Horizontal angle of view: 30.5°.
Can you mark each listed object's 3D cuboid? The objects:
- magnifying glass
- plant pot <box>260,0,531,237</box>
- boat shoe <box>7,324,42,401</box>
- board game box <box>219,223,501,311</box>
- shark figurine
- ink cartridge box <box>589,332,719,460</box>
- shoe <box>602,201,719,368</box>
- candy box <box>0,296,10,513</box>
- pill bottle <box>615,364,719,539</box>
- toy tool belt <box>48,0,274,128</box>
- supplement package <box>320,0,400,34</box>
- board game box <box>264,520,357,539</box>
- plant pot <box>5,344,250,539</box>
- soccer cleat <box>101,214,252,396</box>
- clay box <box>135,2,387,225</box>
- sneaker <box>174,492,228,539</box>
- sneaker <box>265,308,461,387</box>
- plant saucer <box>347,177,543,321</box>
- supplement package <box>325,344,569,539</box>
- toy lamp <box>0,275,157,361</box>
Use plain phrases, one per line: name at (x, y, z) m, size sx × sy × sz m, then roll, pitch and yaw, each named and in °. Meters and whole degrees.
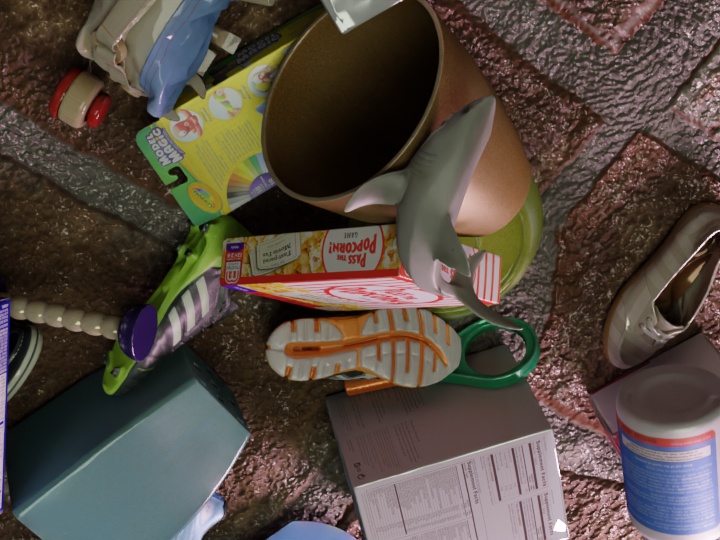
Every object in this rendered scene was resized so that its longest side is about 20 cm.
magnifying glass at (0.081, 0.093, 1.328) m, size 0.199 × 0.080 × 0.022 m, roll -14°, pitch 138°, yaw 8°
plant pot at (0.051, -0.105, 1.104) m, size 0.186 × 0.187 × 0.200 m, roll -46°, pitch 135°, yaw 15°
boat shoe at (-0.382, 0.108, 1.223) m, size 0.200 × 0.075 × 0.062 m, roll -31°, pitch 127°, yaw 11°
board game box at (0.000, 0.000, 1.161) m, size 0.151 × 0.199 × 0.047 m, roll 15°, pitch 75°, yaw -50°
shark figurine at (0.067, -0.015, 1.006) m, size 0.128 × 0.090 × 0.215 m, roll -29°, pitch 139°, yaw -18°
ink cartridge box at (0.358, 0.190, 1.434) m, size 0.146 × 0.083 × 0.200 m, roll -30°, pitch 121°, yaw 5°
shoe at (0.313, 0.023, 1.345) m, size 0.070 × 0.053 × 0.200 m, roll 19°, pitch 113°, yaw -22°
candy box at (-0.397, 0.116, 1.151) m, size 0.168 × 0.077 × 0.201 m, roll 7°, pitch 99°, yaw 15°
pill bottle at (0.319, 0.205, 1.321) m, size 0.112 × 0.112 × 0.201 m, roll -14°, pitch 118°, yaw -5°
toy tool belt at (-0.160, -0.180, 1.069) m, size 0.123 × 0.125 × 0.200 m, roll 30°, pitch 111°, yaw -3°
supplement package at (0.017, -0.315, 0.998) m, size 0.191 × 0.200 × 0.147 m, roll -29°, pitch 121°, yaw 4°
board game box at (-0.082, 0.350, 1.453) m, size 0.200 × 0.039 × 0.158 m, roll -36°, pitch 116°, yaw 3°
plant pot at (-0.216, 0.171, 1.264) m, size 0.200 × 0.141 × 0.141 m, roll -40°, pitch 121°, yaw 2°
soccer cleat at (-0.164, 0.040, 1.223) m, size 0.081 × 0.068 × 0.200 m, roll 33°, pitch 93°, yaw -33°
clay box at (-0.090, -0.135, 1.164) m, size 0.200 × 0.048 × 0.115 m, roll -29°, pitch 123°, yaw 4°
sneaker at (-0.202, 0.305, 1.376) m, size 0.090 × 0.078 × 0.200 m, roll 22°, pitch 112°, yaw -27°
sneaker at (0.001, 0.073, 1.290) m, size 0.199 × 0.077 × 0.079 m, roll 4°, pitch 86°, yaw -14°
plant saucer at (0.086, -0.029, 1.277) m, size 0.199 × 0.031 × 0.201 m, roll -6°, pitch 121°, yaw -10°
supplement package at (0.087, 0.199, 1.336) m, size 0.199 × 0.152 × 0.151 m, roll -16°, pitch 122°, yaw -4°
toy lamp at (-0.283, 0.039, 1.175) m, size 0.199 × 0.058 × 0.058 m, roll 10°, pitch 121°, yaw 16°
